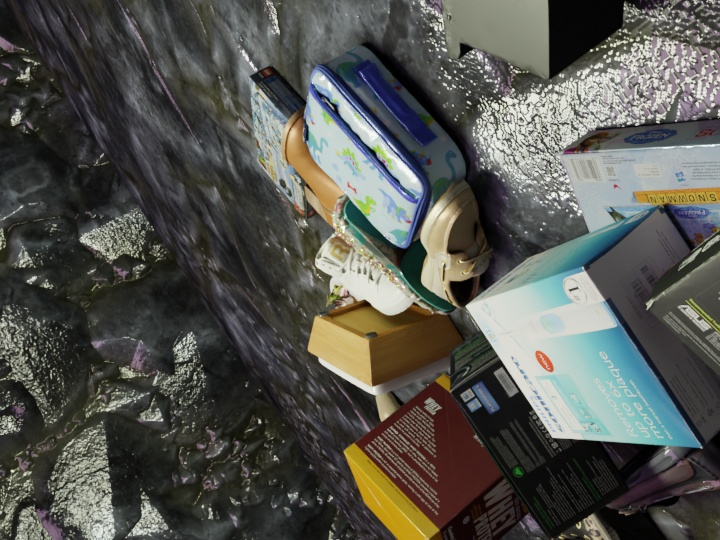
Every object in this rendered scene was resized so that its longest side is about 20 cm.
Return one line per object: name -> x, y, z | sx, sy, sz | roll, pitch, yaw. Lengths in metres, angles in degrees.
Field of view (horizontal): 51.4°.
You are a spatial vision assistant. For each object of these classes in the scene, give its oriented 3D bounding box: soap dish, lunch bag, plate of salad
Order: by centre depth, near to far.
lunch bag -> 0.020, -0.136, 0.828 | 0.200, 0.082, 0.161 | 50, 157, 13
soap dish -> 0.031, 0.096, 1.071 | 0.200, 0.156, 0.082 | 17, 121, 60
plate of salad -> 0.001, 0.100, 1.288 | 0.200, 0.048, 0.201 | 47, 159, 24

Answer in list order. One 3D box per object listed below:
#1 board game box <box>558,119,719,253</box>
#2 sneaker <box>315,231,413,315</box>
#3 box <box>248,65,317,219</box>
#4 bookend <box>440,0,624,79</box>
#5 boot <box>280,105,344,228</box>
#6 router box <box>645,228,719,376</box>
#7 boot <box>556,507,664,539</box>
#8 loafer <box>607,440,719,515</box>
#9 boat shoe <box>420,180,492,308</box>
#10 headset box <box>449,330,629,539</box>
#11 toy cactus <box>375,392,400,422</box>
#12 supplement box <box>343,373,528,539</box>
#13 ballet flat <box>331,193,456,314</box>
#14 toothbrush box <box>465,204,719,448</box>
board game box -> 0.254, -0.008, 0.532 | 0.200, 0.041, 0.201 | 14, 135, 62
sneaker -> 0.000, 0.000, 1.042 | 0.115, 0.074, 0.200 | 33, 169, -22
box -> -0.106, -0.183, 1.105 | 0.137, 0.040, 0.200 | 50, 160, 20
bookend -> 0.138, -0.200, 0.430 | 0.200, 0.092, 0.200 | 38, 155, 39
boot -> -0.018, -0.112, 0.970 | 0.154, 0.074, 0.200 | 39, 165, 29
router box -> 0.282, 0.039, 0.406 | 0.200, 0.062, 0.150 | 46, 149, 9
boot -> 0.290, 0.325, 0.922 | 0.201, 0.073, 0.151 | 58, 160, 5
loafer -> 0.297, 0.213, 0.744 | 0.063, 0.072, 0.200 | 44, 155, 18
boat shoe -> 0.111, -0.021, 0.815 | 0.069, 0.074, 0.200 | 42, 164, 21
headset box -> 0.176, 0.149, 0.791 | 0.175, 0.092, 0.200 | 56, -171, -1
toy cactus -> 0.078, 0.292, 1.381 | 0.201, 0.101, 0.166 | 78, 170, -52
supplement box -> 0.122, 0.296, 1.082 | 0.197, 0.199, 0.133 | 35, 152, 45
ballet flat -> 0.043, -0.021, 0.933 | 0.200, 0.076, 0.064 | 45, 159, -9
toothbrush box -> 0.189, 0.052, 0.594 | 0.147, 0.085, 0.200 | 56, 163, -1
